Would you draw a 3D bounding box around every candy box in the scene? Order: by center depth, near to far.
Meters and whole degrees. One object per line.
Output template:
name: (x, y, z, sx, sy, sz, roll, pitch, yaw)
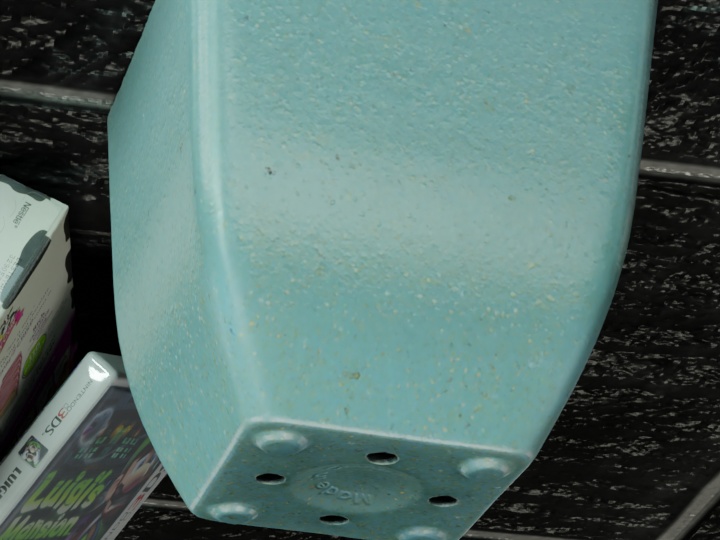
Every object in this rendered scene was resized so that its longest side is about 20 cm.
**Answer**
candy box: (-0.195, 0.052, 1.240, 0.061, 0.137, 0.200, 26, 155, 7)

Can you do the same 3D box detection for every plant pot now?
plant pot: (0.000, 0.000, 1.055, 0.196, 0.201, 0.196, 9, 154, -13)

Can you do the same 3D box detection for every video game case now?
video game case: (-0.154, 0.122, 1.315, 0.023, 0.182, 0.200, 40, -175, 14)
